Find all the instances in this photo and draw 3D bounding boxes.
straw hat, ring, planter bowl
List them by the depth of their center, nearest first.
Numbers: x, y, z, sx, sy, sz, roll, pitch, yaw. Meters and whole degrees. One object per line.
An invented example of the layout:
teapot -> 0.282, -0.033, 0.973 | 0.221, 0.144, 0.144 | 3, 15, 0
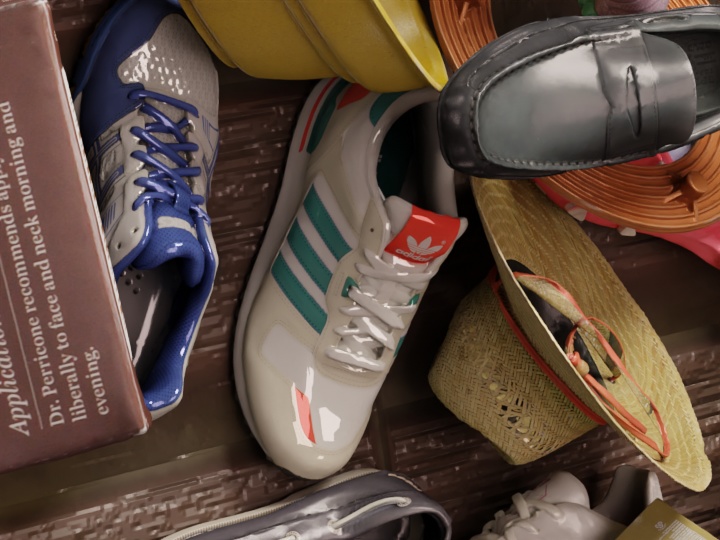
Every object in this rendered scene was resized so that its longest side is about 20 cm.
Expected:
planter bowl -> -0.043, -0.148, 1.061 | 0.083, 0.201, 0.201 | -27, 109, 9
straw hat -> 0.079, 0.044, 1.155 | 0.085, 0.201, 0.201 | -37, 116, 17
ring -> 0.119, -0.108, 1.168 | 0.200, 0.019, 0.201 | 19, 51, -25

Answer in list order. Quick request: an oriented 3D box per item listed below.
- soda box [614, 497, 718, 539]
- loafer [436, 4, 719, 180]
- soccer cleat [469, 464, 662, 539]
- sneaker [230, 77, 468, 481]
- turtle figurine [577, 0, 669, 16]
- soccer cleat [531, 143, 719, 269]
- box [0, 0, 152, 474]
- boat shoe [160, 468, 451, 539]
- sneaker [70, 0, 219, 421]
soda box -> 0.103, 0.206, 1.134 | 0.200, 0.064, 0.068 | -42, 139, -16
loafer -> 0.120, -0.084, 1.076 | 0.200, 0.070, 0.068 | -17, 105, -37
soccer cleat -> 0.073, 0.145, 1.176 | 0.199, 0.070, 0.087 | -12, 106, -39
sneaker -> 0.000, 0.000, 1.112 | 0.070, 0.093, 0.201 | 17, 83, -31
turtle figurine -> 0.113, -0.205, 1.080 | 0.149, 0.101, 0.200 | -36, 141, -3
soccer cleat -> 0.151, -0.054, 1.226 | 0.199, 0.077, 0.067 | 24, 123, -25
box -> -0.197, -0.006, 0.913 | 0.199, 0.164, 0.167 | -13, 100, -7
boat shoe -> -0.045, 0.150, 1.106 | 0.199, 0.063, 0.073 | -26, 107, -27
sneaker -> -0.087, -0.027, 1.061 | 0.075, 0.088, 0.201 | 8, 86, -30
